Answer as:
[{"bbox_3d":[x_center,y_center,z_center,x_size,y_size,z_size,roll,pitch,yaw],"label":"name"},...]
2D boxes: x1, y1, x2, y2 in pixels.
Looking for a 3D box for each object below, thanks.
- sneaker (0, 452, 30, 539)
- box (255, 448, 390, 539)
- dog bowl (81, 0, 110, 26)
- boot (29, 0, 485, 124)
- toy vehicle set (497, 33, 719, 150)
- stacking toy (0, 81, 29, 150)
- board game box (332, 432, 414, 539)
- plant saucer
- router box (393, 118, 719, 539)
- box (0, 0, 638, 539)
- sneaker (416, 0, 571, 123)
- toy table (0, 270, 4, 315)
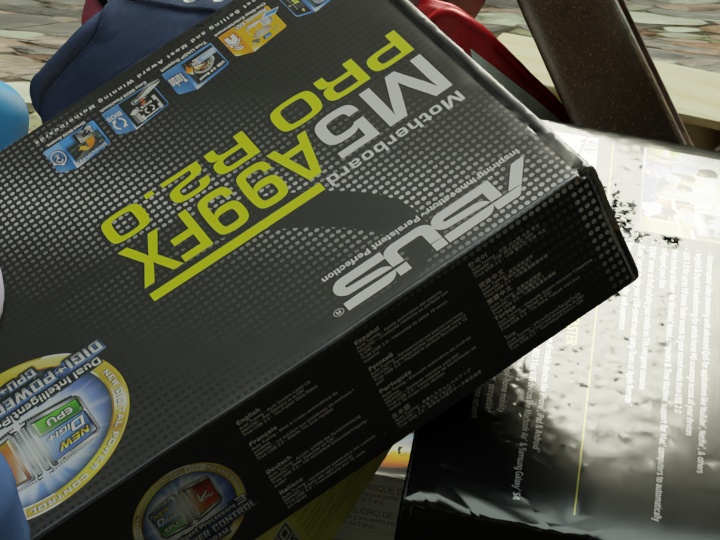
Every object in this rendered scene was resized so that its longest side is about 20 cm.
[{"bbox_3d":[-0.169,0.063,0.591,0.200,0.078,0.070,-19,28,-28],"label":"sneaker"},{"bbox_3d":[-0.092,0.044,0.787,0.200,0.050,0.075,13,58,38],"label":"box"},{"bbox_3d":[-0.032,-0.093,1.133,0.200,0.074,0.200,32,11,-7],"label":"dog bowl"},{"bbox_3d":[-0.046,-0.090,0.996,0.200,0.090,0.073,-36,-31,20],"label":"boot"},{"bbox_3d":[0.146,-0.039,1.164,0.027,0.124,0.200,-48,36,-20],"label":"toy vehicle set"},{"bbox_3d":[-0.233,-0.035,1.115,0.116,0.110,0.200,19,-9,-29],"label":"stacking toy"},{"bbox_3d":[0.045,0.059,0.860,0.126,0.035,0.200,8,13,21],"label":"board game box"},{"bbox_3d":[0.098,-0.050,0.941,0.034,0.201,0.200,-26,10,7],"label":"plant saucer"},{"bbox_3d":[0.092,0.035,0.750,0.149,0.051,0.200,10,35,3],"label":"router box"},{"bbox_3d":[-0.048,0.005,0.726,0.200,0.044,0.160,-34,38,-6],"label":"box"},{"bbox_3d":[-0.017,-0.044,0.942,0.199,0.116,0.078,7,4,-16],"label":"sneaker"},{"bbox_3d":[-0.210,0.000,0.702,0.200,0.117,0.184,-24,39,5],"label":"toy table"}]
